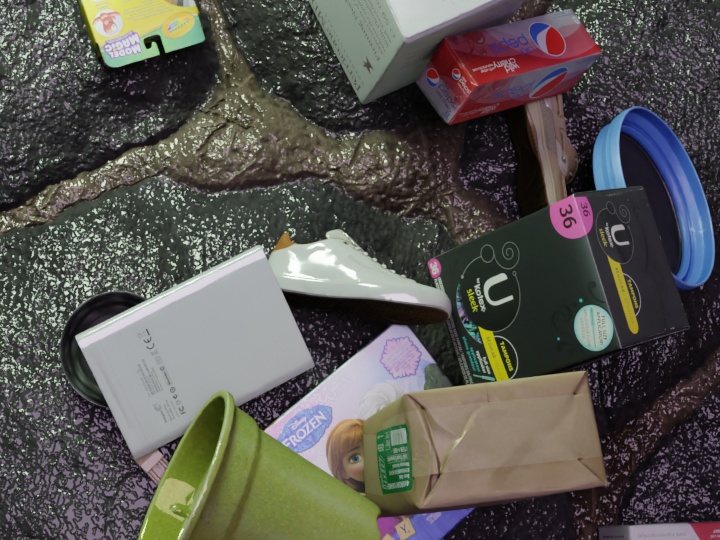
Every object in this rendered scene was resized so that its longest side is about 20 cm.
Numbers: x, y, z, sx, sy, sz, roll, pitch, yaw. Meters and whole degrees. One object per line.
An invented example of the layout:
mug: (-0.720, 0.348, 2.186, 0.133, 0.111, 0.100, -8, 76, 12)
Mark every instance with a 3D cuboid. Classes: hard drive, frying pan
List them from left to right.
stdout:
frying pan: (-0.211, 0.058, 1.265, 0.189, 0.031, 0.116, -35, 91, -18)
hard drive: (-0.160, 0.079, 1.240, 0.198, 0.027, 0.133, -27, 101, -11)

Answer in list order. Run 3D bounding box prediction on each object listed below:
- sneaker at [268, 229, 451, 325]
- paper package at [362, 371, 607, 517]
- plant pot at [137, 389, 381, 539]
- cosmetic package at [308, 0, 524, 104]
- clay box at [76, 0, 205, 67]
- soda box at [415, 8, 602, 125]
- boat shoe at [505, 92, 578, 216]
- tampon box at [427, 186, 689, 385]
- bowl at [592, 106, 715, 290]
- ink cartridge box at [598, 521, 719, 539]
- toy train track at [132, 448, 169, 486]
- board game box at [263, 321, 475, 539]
sneaker: (0.000, 0.000, 1.283, 0.197, 0.073, 0.086, 11, 69, 11)
paper package: (0.108, 0.168, 1.184, 0.188, 0.200, 0.105, -6, 79, -13)
plant pot: (-0.087, 0.238, 1.155, 0.183, 0.200, 0.202, 26, 74, -14)
cosmetic package: (0.054, -0.303, 1.311, 0.165, 0.200, 0.169, -27, 86, -15)
clay box: (-0.246, -0.311, 1.327, 0.114, 0.048, 0.202, -18, 84, -15)
soda box: (0.156, -0.212, 1.313, 0.199, 0.070, 0.064, -21, 70, -38)
boat shoe: (0.207, -0.120, 1.376, 0.064, 0.072, 0.203, -4, 73, -17)
tampon box: (0.193, 0.023, 1.257, 0.125, 0.199, 0.152, -9, 78, -44)
bowl: (0.312, -0.074, 1.351, 0.200, 0.039, 0.203, 27, 53, -42)
ink cartridge box: (0.330, 0.361, 1.296, 0.145, 0.083, 0.203, 0, 78, -13)
toy train track: (-0.147, 0.248, 1.241, 0.115, 0.033, 0.200, -43, 89, -17)
board game box: (0.025, 0.188, 1.286, 0.199, 0.041, 0.200, -39, 89, -17)
